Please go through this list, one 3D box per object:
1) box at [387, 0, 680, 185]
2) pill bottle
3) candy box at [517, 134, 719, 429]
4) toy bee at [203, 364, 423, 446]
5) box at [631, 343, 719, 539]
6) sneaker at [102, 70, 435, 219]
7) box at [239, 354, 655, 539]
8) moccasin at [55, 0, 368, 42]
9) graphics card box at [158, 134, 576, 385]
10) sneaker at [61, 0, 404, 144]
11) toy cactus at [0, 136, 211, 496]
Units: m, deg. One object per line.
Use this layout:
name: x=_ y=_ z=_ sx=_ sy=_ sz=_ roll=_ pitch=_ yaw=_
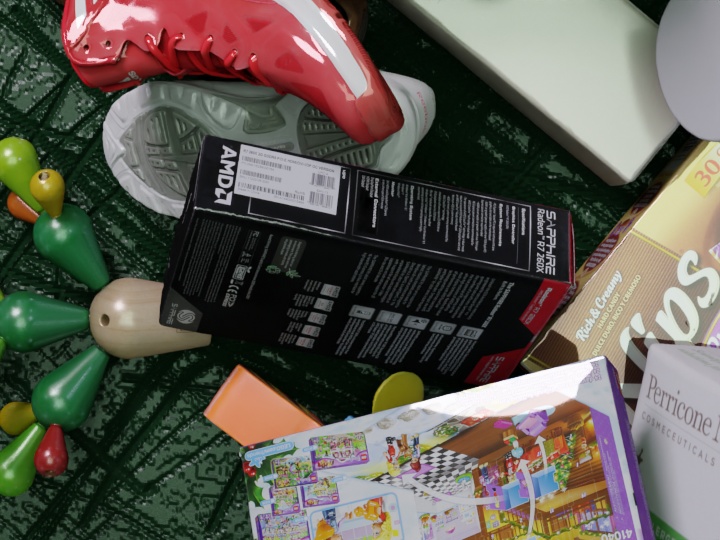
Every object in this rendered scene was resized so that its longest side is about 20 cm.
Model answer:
box: x=0.094 y=-0.139 z=0.903 sx=0.200 sy=0.068 sz=0.082 roll=41 pitch=90 yaw=-2
pill bottle: x=0.257 y=-0.122 z=0.848 sx=0.199 sy=0.111 sz=0.112 roll=-12 pitch=92 yaw=-28
candy box: x=0.192 y=0.011 z=0.914 sx=0.117 sy=0.056 sz=0.200 roll=40 pitch=89 yaw=-2
toy bee: x=0.003 y=0.134 z=0.901 sx=0.131 sy=0.109 sz=0.201 roll=-35 pitch=66 yaw=6
box: x=0.255 y=0.150 z=0.815 sx=0.199 sy=0.199 sz=0.173 roll=9 pitch=100 yaw=-20
sneaker: x=-0.047 y=-0.074 z=0.899 sx=0.199 sy=0.099 sz=0.079 roll=1 pitch=103 yaw=24
box: x=0.044 y=0.134 z=0.805 sx=0.199 sy=0.039 sz=0.138 roll=-15 pitch=69 yaw=16
moccasin: x=-0.095 y=-0.156 z=0.891 sx=0.200 sy=0.078 sz=0.074 roll=22 pitch=93 yaw=5
graphics card box: x=0.000 y=0.000 z=0.855 sx=0.199 sy=0.126 sz=0.051 roll=10 pitch=59 yaw=-10
sneaker: x=-0.072 y=-0.105 z=0.807 sx=0.115 sy=0.078 sz=0.200 roll=-41 pitch=58 yaw=0
toy cactus: x=-0.165 y=0.023 z=0.897 sx=0.164 sy=0.102 sz=0.202 roll=-1 pitch=83 yaw=-11
